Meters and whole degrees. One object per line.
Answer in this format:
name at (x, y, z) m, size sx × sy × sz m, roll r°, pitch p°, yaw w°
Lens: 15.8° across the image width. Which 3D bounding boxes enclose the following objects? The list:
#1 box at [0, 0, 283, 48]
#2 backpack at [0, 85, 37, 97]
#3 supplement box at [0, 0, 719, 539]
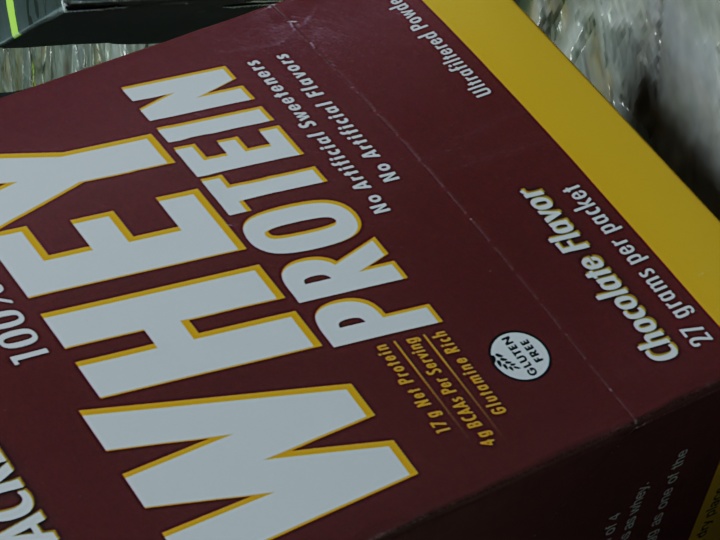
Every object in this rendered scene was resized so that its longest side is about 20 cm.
box at (-0.040, -0.166, 0.717) m, size 0.149 × 0.124 × 0.200 m, roll -179°, pitch 85°, yaw -75°
backpack at (-0.142, 0.023, 1.055) m, size 0.154 × 0.200 × 0.191 m, roll -139°, pitch 40°, yaw -76°
supplement box at (-0.038, 0.066, 0.570) m, size 0.133 × 0.200 × 0.197 m, roll 51°, pitch 148°, yaw 30°
